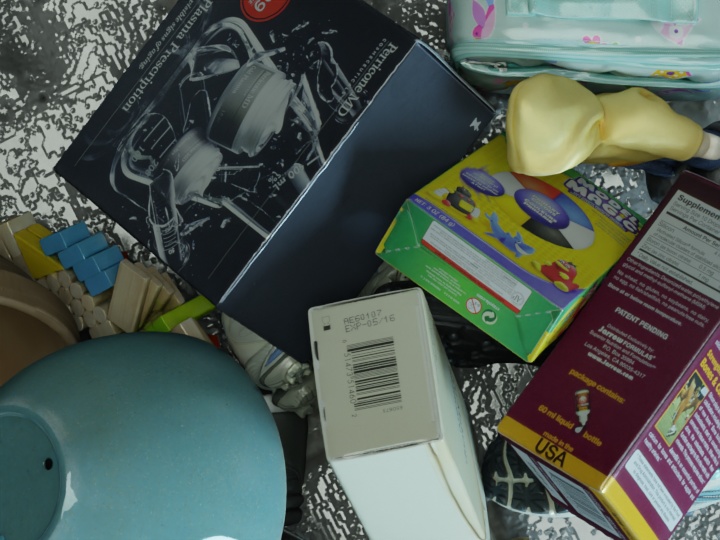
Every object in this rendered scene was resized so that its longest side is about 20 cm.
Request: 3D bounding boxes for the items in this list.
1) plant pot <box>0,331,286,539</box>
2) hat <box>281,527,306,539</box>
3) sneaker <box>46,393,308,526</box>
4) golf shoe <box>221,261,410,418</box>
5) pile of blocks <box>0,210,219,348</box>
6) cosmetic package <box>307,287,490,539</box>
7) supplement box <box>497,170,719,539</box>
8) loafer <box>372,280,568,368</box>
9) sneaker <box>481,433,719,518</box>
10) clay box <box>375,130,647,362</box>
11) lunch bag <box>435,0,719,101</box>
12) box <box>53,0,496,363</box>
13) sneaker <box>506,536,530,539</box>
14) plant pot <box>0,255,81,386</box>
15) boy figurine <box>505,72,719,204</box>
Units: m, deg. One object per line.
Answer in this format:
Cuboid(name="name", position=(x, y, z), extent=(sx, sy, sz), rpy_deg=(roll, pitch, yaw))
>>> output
Cuboid(name="plant pot", position=(-0.163, 0.130, 1.506), extent=(0.200, 0.135, 0.201), rpy_deg=(-6, 80, 35))
Cuboid(name="hat", position=(-0.115, 0.225, 1.608), extent=(0.200, 0.081, 0.201), rpy_deg=(5, 121, 9))
Cuboid(name="sneaker", position=(-0.126, 0.138, 1.644), extent=(0.199, 0.071, 0.100), rpy_deg=(-8, 85, -3))
Cuboid(name="golf shoe", position=(0.000, 0.000, 1.641), extent=(0.200, 0.078, 0.097), rpy_deg=(-33, 53, -17))
Cuboid(name="pile of blocks", position=(-0.144, 0.011, 1.624), extent=(0.200, 0.062, 0.082), rpy_deg=(37, 130, 21))
Cuboid(name="cosmetic package", position=(0.026, 0.101, 1.563), extent=(0.073, 0.200, 0.104), rpy_deg=(-11, 64, 7))
Cuboid(name="supplement box", position=(0.186, 0.057, 1.549), extent=(0.086, 0.110, 0.200), rpy_deg=(30, 77, 34))
Cuboid(name="loafer", position=(0.092, 0.022, 1.616), extent=(0.200, 0.068, 0.071), rpy_deg=(5, 66, -28))
Cuboid(name="sneaker", position=(0.175, 0.132, 1.635), extent=(0.199, 0.086, 0.078), rpy_deg=(-8, 57, 22))
Cuboid(name="clay box", position=(0.102, -0.023, 1.568), extent=(0.115, 0.200, 0.048), rpy_deg=(35, 119, 10))
Cuboid(name="lunch bag", position=(0.145, -0.148, 1.592), extent=(0.199, 0.160, 0.077), rpy_deg=(2, 90, 1))
Cuboid(name="box", position=(-0.054, -0.081, 1.583), extent=(0.182, 0.104, 0.200), rpy_deg=(37, 91, 38))
Cuboid(name="sneaker", position=(0.049, 0.256, 1.610), extent=(0.200, 0.071, 0.113), rpy_deg=(-24, 94, -30))
Cuboid(name="plant pot", position=(-0.277, 0.037, 1.612), extent=(0.200, 0.201, 0.093), rpy_deg=(-14, 57, 1))
Cuboid(name="boy figurine", position=(0.160, -0.079, 1.570), extent=(0.124, 0.200, 0.065), rpy_deg=(6, 90, 36))
